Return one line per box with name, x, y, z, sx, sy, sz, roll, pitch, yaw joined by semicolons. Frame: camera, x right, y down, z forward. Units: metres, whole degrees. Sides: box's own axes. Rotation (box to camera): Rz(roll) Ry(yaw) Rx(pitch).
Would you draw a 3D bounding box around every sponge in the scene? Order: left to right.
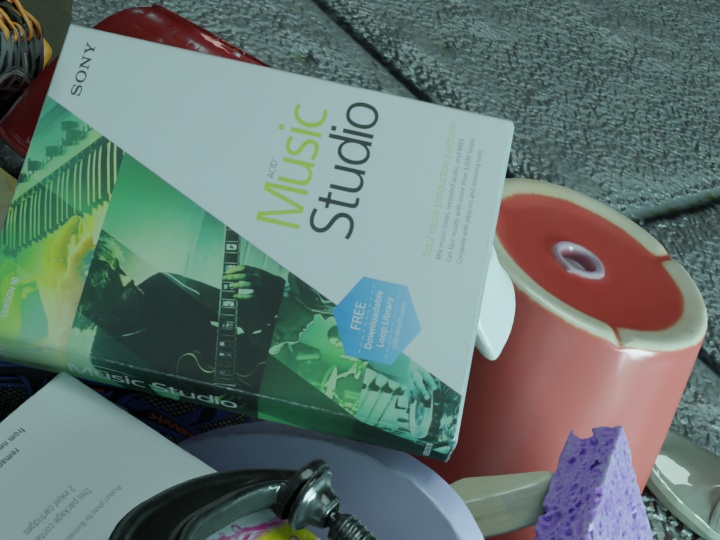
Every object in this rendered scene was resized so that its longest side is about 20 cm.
sponge;0.122;0.186;0.665;0.029;0.202;0.112;-9;23;24

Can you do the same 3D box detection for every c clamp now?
c clamp;0.011;0.134;0.518;0.199;0.027;0.170;38;37;14

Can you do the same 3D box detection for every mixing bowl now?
mixing bowl;-0.106;-0.088;0.873;0.198;0.109;0.200;28;7;-4

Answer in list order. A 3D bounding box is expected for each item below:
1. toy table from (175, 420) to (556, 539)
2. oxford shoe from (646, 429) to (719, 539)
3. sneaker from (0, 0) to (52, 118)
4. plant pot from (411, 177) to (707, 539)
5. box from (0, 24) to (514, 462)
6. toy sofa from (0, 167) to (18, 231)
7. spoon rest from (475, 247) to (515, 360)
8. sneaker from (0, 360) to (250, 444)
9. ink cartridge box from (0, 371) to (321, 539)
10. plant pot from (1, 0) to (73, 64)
toy table;-0.016;0.121;0.665;0.197;0.187;0.117;4;10;29
oxford shoe;0.259;0.152;0.917;0.199;0.058;0.075;35;35;16
sneaker;-0.224;-0.134;0.854;0.078;0.077;0.200;46;-9;-5
plant pot;0.086;0.062;0.803;0.198;0.179;0.201;19;31;-12
box;-0.045;-0.014;0.605;0.197;0.036;0.146;11;66;2
toy sofa;-0.120;-0.001;0.710;0.083;0.198;0.099;40;58;-47
spoon rest;0.000;0.000;0.739;0.198;0.100;0.061;9;48;44
sneaker;-0.144;0.071;0.720;0.197;0.080;0.075;1;-2;-10
ink cartridge box;-0.087;0.173;0.546;0.199;0.148;0.146;32;31;7
plant pot;-0.302;-0.264;0.986;0.198;0.178;0.200;-10;48;-44
